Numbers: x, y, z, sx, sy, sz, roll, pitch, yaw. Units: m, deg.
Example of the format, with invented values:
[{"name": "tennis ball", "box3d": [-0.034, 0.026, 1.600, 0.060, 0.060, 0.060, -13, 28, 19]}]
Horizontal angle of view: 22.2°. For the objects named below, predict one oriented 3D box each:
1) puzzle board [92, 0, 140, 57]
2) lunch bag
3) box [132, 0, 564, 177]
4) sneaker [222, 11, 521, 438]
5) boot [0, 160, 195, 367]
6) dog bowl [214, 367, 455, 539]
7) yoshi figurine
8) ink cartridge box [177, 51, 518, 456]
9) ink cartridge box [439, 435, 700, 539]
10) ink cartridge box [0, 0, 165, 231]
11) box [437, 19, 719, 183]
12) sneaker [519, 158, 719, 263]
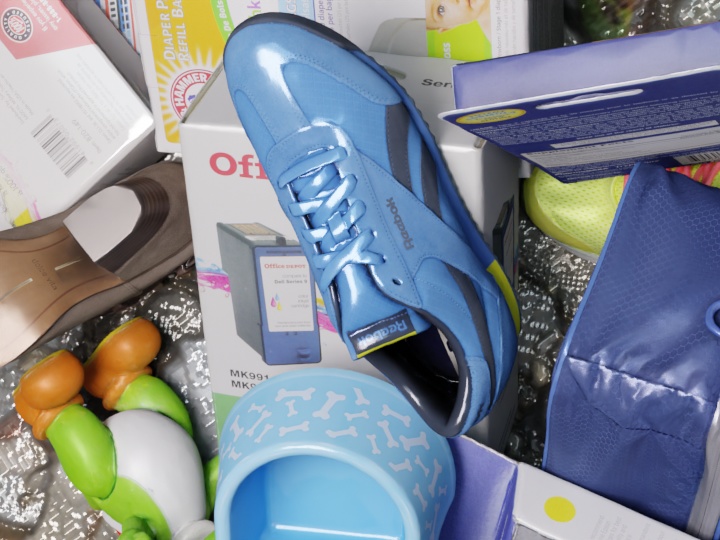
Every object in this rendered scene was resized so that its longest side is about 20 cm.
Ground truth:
[{"name": "puzzle board", "box3d": [-0.174, -0.187, 1.038, 0.150, 0.017, 0.200, -8, 84, 14]}, {"name": "lunch bag", "box3d": [0.165, 0.050, 0.835, 0.132, 0.200, 0.136, 19, 64, 13]}, {"name": "box", "box3d": [-0.003, -0.124, 0.923, 0.200, 0.101, 0.113, 5, 125, 14]}, {"name": "sneaker", "box3d": [0.003, -0.017, 0.778, 0.066, 0.078, 0.200, -22, 112, 30]}, {"name": "boot", "box3d": [-0.160, 0.009, 0.950, 0.200, 0.146, 0.070, -28, 84, 5]}, {"name": "dog bowl", "box3d": [-0.015, 0.143, 0.844, 0.111, 0.050, 0.200, 4, 119, 9]}, {"name": "yoshi figurine", "box3d": [-0.090, 0.119, 0.948, 0.112, 0.112, 0.200, -34, 81, 3]}, {"name": "ink cartridge box", "box3d": [0.000, 0.000, 0.890, 0.145, 0.088, 0.200, 6, 123, 14]}, {"name": "ink cartridge box", "box3d": [0.100, 0.189, 0.867, 0.200, 0.047, 0.198, 22, 132, 13]}, {"name": "ink cartridge box", "box3d": [-0.206, -0.058, 1.000, 0.200, 0.067, 0.117, -40, 84, 12]}, {"name": "box", "box3d": [0.117, -0.072, 0.783, 0.121, 0.200, 0.032, -7, 83, 20]}, {"name": "sneaker", "box3d": [0.175, -0.038, 0.898, 0.200, 0.090, 0.078, 4, 87, 15]}]
